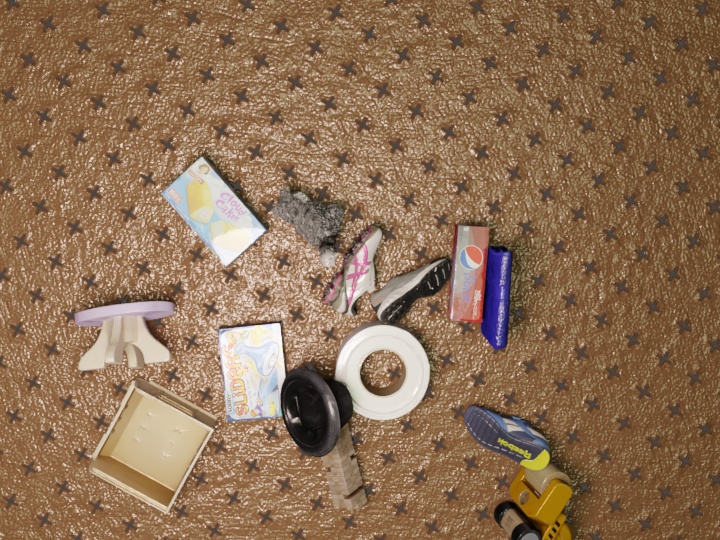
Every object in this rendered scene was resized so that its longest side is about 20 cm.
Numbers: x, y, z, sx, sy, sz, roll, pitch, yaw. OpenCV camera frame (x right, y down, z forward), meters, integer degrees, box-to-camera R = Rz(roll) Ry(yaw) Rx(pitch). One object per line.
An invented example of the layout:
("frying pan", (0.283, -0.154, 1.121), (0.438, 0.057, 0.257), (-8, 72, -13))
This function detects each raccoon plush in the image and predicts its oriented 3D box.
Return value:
("raccoon plush", (-0.108, -0.098, 1.440), (0.133, 0.200, 0.097), (21, 107, -16))

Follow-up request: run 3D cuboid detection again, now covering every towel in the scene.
("towel", (0.279, 0.052, 1.481), (0.049, 0.148, 0.202), (2, 95, 6))

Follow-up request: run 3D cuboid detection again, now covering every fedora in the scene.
("fedora", (-0.079, 0.280, 1.460), (0.091, 0.200, 0.203), (-9, 96, -37))

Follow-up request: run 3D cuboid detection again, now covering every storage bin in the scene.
("storage bin", (-0.435, 0.360, 1.507), (0.197, 0.094, 0.201), (29, 93, -4))

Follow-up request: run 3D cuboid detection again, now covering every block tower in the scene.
("block tower", (-0.043, 0.410, 1.534), (0.057, 0.054, 0.202), (-12, 95, 38))

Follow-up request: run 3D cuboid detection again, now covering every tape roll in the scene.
("tape roll", (0.045, 0.211, 1.523), (0.200, 0.071, 0.205), (0, 95, -2))

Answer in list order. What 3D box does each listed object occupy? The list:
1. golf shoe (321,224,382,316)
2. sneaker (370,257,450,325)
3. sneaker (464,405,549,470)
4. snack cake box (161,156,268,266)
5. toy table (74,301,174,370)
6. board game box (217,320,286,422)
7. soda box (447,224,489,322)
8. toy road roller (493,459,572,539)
("golf shoe", (0.000, 0.000, 1.508), (0.092, 0.073, 0.201), (28, 103, -9))
("sneaker", (0.105, 0.028, 1.510), (0.199, 0.079, 0.074), (-33, 134, -13))
("sneaker", (0.316, 0.351, 1.548), (0.199, 0.082, 0.074), (30, 118, 14))
("snack cake box", (-0.298, -0.122, 1.487), (0.115, 0.067, 0.200), (-41, 95, 2))
("toy table", (-0.476, 0.135, 1.456), (0.198, 0.184, 0.118), (-9, 79, 11))
("board game box", (-0.226, 0.215, 1.532), (0.134, 0.034, 0.202), (-6, 95, -2))
("soda box", (0.227, 0.005, 1.516), (0.069, 0.063, 0.202), (4, 95, -1))
("toy road roller", (0.396, 0.517, 1.539), (0.145, 0.123, 0.201), (29, 94, -19))
